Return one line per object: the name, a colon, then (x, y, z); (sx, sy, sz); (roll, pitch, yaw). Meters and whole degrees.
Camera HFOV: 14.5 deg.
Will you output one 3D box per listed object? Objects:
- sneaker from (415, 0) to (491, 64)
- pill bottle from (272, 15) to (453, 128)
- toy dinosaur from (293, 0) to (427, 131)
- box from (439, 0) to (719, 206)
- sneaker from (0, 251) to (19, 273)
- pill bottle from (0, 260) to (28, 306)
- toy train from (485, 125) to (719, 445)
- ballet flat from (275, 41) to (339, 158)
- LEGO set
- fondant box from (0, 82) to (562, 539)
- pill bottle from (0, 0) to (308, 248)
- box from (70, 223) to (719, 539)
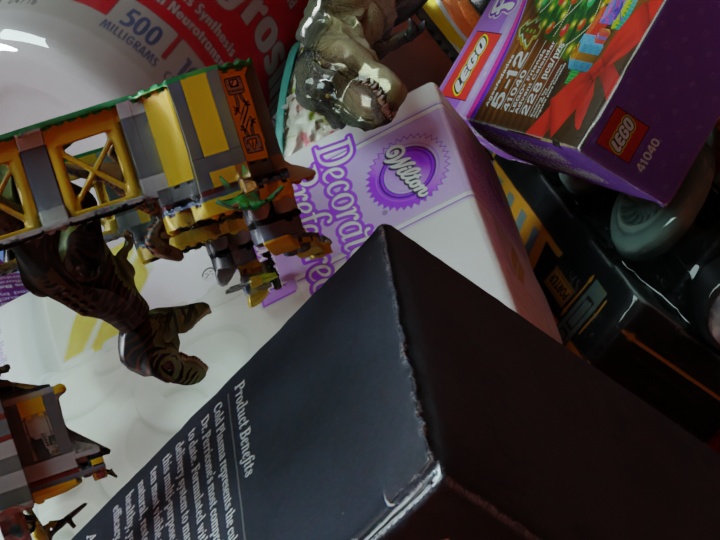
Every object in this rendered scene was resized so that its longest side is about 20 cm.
sneaker: (0.088, -0.131, 1.104); (0.090, 0.070, 0.200); (-38, 5, 26)
pill bottle: (-0.028, -0.065, 1.218); (0.200, 0.113, 0.113); (-58, 27, -5)
toy dinosaur: (0.012, -0.107, 0.983); (0.088, 0.047, 0.200); (-47, 10, 15)
box: (0.108, -0.122, 0.929); (0.200, 0.039, 0.137); (-60, 20, -3)
sneaker: (-0.060, -0.011, 1.115); (0.078, 0.200, 0.070); (47, -125, -83)
pill bottle: (-0.138, 0.059, 1.174); (0.112, 0.112, 0.200); (-53, 24, 5)
toy train: (0.085, -0.006, 0.993); (0.114, 0.085, 0.200); (-50, 27, 10)
ballet flat: (0.000, 0.000, 1.020); (0.064, 0.076, 0.200); (-5, 60, 21)
LEGO set: (-0.079, 0.020, 0.828); (0.154, 0.116, 0.200); (-18, -1, -16)
fondant box: (-0.034, 0.047, 0.923); (0.200, 0.058, 0.144); (-26, 51, 10)
pill bottle: (-0.068, -0.106, 1.094); (0.112, 0.112, 0.200); (-22, 26, 48)
box: (0.021, 0.130, 0.818); (0.197, 0.200, 0.124); (-44, 28, 21)
